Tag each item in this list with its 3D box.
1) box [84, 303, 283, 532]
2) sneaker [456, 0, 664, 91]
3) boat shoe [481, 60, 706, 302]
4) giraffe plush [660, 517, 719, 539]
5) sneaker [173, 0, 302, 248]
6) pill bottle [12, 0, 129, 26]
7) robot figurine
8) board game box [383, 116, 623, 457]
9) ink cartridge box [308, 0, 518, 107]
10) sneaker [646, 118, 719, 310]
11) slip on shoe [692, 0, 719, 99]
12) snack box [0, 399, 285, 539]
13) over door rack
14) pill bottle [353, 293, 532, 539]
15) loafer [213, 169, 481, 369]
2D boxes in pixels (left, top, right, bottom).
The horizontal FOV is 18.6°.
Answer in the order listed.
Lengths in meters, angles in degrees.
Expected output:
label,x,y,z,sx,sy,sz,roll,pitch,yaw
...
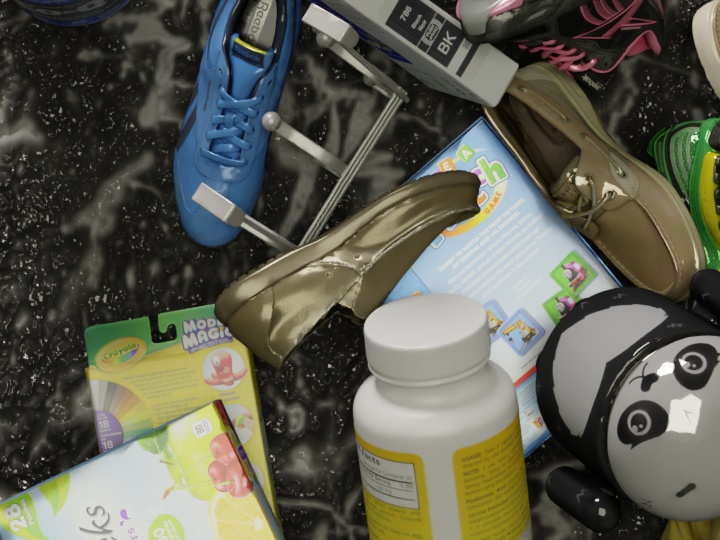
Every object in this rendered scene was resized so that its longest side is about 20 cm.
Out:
label,x,y,z,sx,sy,sz,roll,pitch,yaw
box,-0.121,0.128,1.523,0.116,0.048,0.201,-9,91,0
sneaker,0.144,-0.164,1.480,0.199,0.079,0.096,-19,107,-43
boat shoe,0.154,-0.056,1.491,0.200,0.065,0.072,54,133,16
giraffe plush,0.295,0.192,1.485,0.161,0.173,0.201,11,54,-10
sneaker,-0.088,-0.115,1.514,0.066,0.078,0.201,14,90,-1
pill bottle,-0.203,-0.230,1.455,0.113,0.200,0.115,0,89,0
robot figurine,0.187,0.082,1.410,0.124,0.200,0.151,-5,107,-19
board game box,0.091,0.018,1.530,0.151,0.037,0.200,-40,90,-1
ink cartridge box,0.005,-0.179,1.464,0.199,0.099,0.039,31,89,-29
sneaker,0.238,-0.007,1.520,0.078,0.085,0.202,-9,103,-40
slip on shoe,0.303,-0.106,1.506,0.060,0.076,0.201,-30,92,42
snack box,-0.128,0.211,1.466,0.168,0.068,0.201,-24,88,0
over door rack,-0.045,-0.091,1.456,0.066,0.200,0.148,31,89,16
pill bottle,0.054,0.123,1.456,0.110,0.111,0.201,-7,114,0
loafer,0.000,0.000,1.471,0.199,0.076,0.068,-30,85,-3
